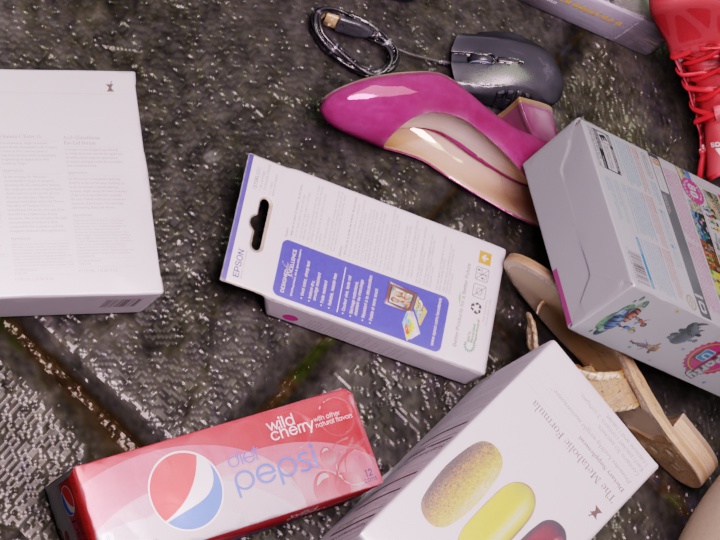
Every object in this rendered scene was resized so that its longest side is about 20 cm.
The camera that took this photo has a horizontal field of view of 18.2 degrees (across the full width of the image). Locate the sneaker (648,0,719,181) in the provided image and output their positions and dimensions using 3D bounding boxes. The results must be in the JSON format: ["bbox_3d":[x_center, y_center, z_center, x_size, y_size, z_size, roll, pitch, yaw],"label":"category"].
[{"bbox_3d":[0.262,-0.132,1.623,0.200,0.078,0.117,28,63,-50],"label":"sneaker"}]

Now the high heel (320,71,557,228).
[{"bbox_3d":[0.064,-0.076,1.551,0.199,0.067,0.097,9,58,-37],"label":"high heel"}]

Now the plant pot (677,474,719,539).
[{"bbox_3d":[0.272,0.236,1.489,0.134,0.200,0.201,-38,91,-7],"label":"plant pot"}]

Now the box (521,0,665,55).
[{"bbox_3d":[0.175,-0.282,1.684,0.157,0.048,0.202,21,65,-17],"label":"box"}]

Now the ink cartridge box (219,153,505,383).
[{"bbox_3d":[0.000,0.000,1.512,0.199,0.037,0.095,21,65,-21],"label":"ink cartridge box"}]

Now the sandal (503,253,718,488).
[{"bbox_3d":[0.155,0.087,1.536,0.212,0.078,0.070,47,73,-14],"label":"sandal"}]

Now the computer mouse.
[{"bbox_3d":[0.059,-0.155,1.594,0.198,0.034,0.059,10,70,-22],"label":"computer mouse"}]

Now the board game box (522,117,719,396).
[{"bbox_3d":[0.213,-0.002,1.540,0.199,0.064,0.148,22,42,-36],"label":"board game box"}]

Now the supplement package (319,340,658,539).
[{"bbox_3d":[0.075,0.159,1.449,0.114,0.109,0.200,49,60,-3],"label":"supplement package"}]

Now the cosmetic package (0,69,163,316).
[{"bbox_3d":[-0.231,-0.049,1.407,0.198,0.052,0.152,-1,75,-26],"label":"cosmetic package"}]

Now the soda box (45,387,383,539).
[{"bbox_3d":[-0.090,0.135,1.406,0.199,0.063,0.071,-15,80,-28],"label":"soda box"}]
